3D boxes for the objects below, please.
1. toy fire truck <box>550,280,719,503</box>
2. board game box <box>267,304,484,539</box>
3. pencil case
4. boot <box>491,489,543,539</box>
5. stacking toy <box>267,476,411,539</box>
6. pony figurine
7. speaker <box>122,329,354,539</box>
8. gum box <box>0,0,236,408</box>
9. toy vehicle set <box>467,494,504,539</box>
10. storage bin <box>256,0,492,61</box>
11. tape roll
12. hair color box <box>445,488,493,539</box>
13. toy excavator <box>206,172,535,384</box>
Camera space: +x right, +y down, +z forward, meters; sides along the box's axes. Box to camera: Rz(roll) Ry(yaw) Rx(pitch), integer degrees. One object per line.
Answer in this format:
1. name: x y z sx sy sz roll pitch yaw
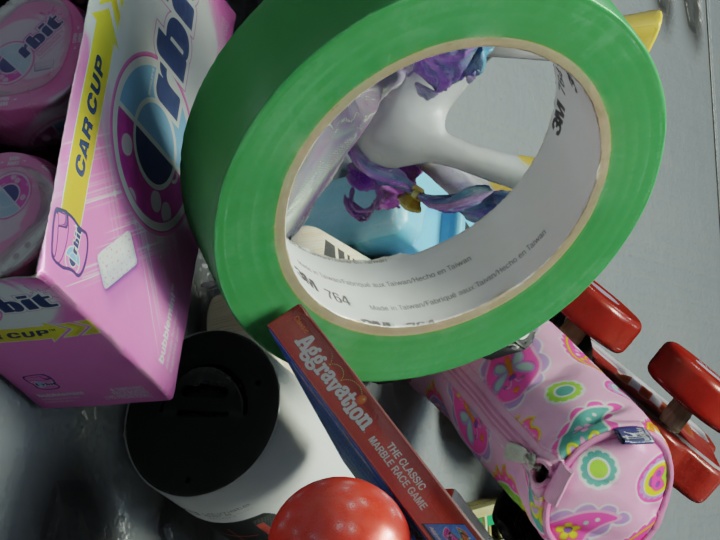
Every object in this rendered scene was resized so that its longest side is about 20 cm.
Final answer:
1. toy fire truck: 0.147 0.072 1.350 0.200 0.112 0.168 37 7 -3
2. board game box: 0.031 0.106 0.830 0.200 0.019 0.103 51 -8 42
3. pencil case: 0.095 0.079 1.173 0.200 0.087 0.088 50 -16 56
4. boot: 0.123 0.166 1.236 0.132 0.070 0.200 48 -4 -22
5. stacking toy: 0.011 0.158 0.825 0.086 0.085 0.201 -72 150 -42
6. pony figurine: 0.017 -0.075 0.974 0.167 0.199 0.194 -99 -148 -69
7. speaker: -0.032 0.100 1.008 0.200 0.081 0.082 46 44 -56
8. gum box: -0.114 -0.059 0.869 0.114 0.066 0.201 51 40 -54
9. toy vehicle set: 0.080 0.205 1.306 0.200 0.026 0.125 0 85 -66
10. storage bin: 0.013 -0.182 1.104 0.135 0.145 0.200 64 26 -21
11. tape roll: 0.027 -0.045 0.872 0.201 0.200 0.048 58 2 -46
12. hair color box: 0.058 0.224 1.162 0.200 0.064 0.111 53 44 -33
13. toy excavator: 0.000 0.000 1.109 0.200 0.099 0.196 36 50 -43
